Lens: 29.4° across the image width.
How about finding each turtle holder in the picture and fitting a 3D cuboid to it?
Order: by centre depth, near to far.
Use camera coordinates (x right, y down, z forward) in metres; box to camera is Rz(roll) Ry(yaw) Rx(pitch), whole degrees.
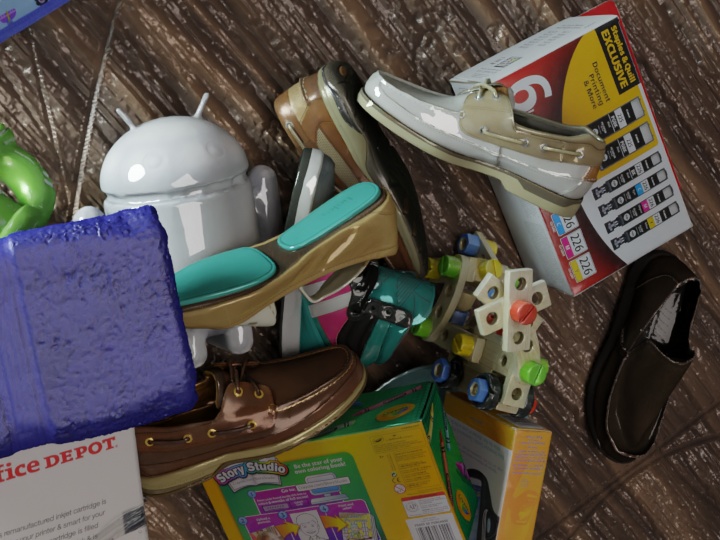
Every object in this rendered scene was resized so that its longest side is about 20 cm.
[{"bbox_3d":[-0.290,-0.012,0.970,0.131,0.141,0.186,28,96,-8],"label":"turtle holder"}]

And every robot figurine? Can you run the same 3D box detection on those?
[{"bbox_3d":[-0.134,-0.030,1.043,0.169,0.113,0.201,-16,106,-33],"label":"robot figurine"}]

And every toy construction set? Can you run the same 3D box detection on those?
[{"bbox_3d":[0.105,0.042,1.108,0.092,0.200,0.131,16,94,-13],"label":"toy construction set"}]

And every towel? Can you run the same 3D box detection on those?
[{"bbox_3d":[-0.216,0.044,0.901,0.199,0.050,0.148,-12,103,-13],"label":"towel"}]

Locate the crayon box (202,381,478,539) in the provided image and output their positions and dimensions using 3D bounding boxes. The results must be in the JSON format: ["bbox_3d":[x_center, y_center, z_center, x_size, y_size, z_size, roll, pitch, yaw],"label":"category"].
[{"bbox_3d":[-0.020,0.167,1.094,0.199,0.058,0.119,-12,115,19],"label":"crayon box"}]

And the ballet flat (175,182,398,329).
[{"bbox_3d":[-0.056,0.006,0.985,0.200,0.069,0.063,-27,121,-14],"label":"ballet flat"}]

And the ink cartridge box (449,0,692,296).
[{"bbox_3d":[0.200,-0.111,1.181,0.175,0.084,0.200,-30,109,-15],"label":"ink cartridge box"}]

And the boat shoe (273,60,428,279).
[{"bbox_3d":[-0.006,-0.075,1.118,0.074,0.076,0.200,-19,118,16],"label":"boat shoe"}]

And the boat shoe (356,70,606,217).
[{"bbox_3d":[0.097,-0.115,1.072,0.200,0.075,0.069,23,113,-13],"label":"boat shoe"}]

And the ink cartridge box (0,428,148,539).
[{"bbox_3d":[-0.235,0.199,0.993,0.144,0.084,0.201,-14,107,-32],"label":"ink cartridge box"}]

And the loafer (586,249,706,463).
[{"bbox_3d":[0.261,0.082,1.249,0.073,0.071,0.201,8,97,-23],"label":"loafer"}]

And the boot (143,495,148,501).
[{"bbox_3d":[-0.247,0.191,1.067,0.174,0.069,0.201,-10,111,-29],"label":"boot"}]

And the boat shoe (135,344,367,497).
[{"bbox_3d":[-0.092,0.104,1.051,0.200,0.072,0.068,-23,121,-4],"label":"boat shoe"}]

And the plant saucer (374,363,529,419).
[{"bbox_3d":[0.059,0.175,1.203,0.199,0.036,0.201,-4,101,-22],"label":"plant saucer"}]

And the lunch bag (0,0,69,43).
[{"bbox_3d":[-0.244,-0.262,0.981,0.200,0.094,0.151,-37,111,-25],"label":"lunch bag"}]

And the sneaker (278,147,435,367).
[{"bbox_3d":[0.000,0.000,1.079,0.120,0.084,0.200,6,126,2],"label":"sneaker"}]

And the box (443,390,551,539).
[{"bbox_3d":[0.096,0.212,1.141,0.041,0.119,0.201,4,99,-26],"label":"box"}]
